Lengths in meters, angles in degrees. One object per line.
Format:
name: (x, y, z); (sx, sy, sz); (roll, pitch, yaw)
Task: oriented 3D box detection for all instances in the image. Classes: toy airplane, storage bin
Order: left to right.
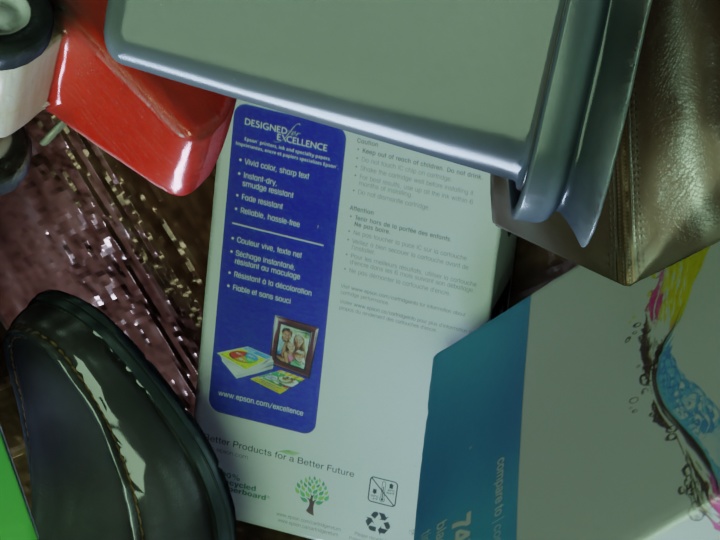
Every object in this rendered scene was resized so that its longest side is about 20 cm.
toy airplane: (-0.097, -0.129, 0.911); (0.200, 0.141, 0.199); (15, 121, 61)
storage bin: (0.014, -0.119, 0.760); (0.134, 0.146, 0.200); (11, 106, -1)

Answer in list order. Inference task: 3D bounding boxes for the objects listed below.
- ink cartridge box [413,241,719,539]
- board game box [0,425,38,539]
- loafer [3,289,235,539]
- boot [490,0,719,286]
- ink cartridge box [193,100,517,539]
ink cartridge box: (0.138, 0.065, 0.891); (0.200, 0.146, 0.147); (-34, 118, 29)
board game box: (-0.168, -0.014, 0.975); (0.040, 0.153, 0.200); (-21, 111, -12)
loafer: (-0.083, 0.102, 1.010); (0.073, 0.072, 0.200); (12, 128, 51)
boot: (0.114, -0.098, 0.845); (0.186, 0.064, 0.200); (-3, 90, 34)
ink cartridge box: (0.000, 0.000, 0.986); (0.099, 0.039, 0.200); (14, 121, 12)
